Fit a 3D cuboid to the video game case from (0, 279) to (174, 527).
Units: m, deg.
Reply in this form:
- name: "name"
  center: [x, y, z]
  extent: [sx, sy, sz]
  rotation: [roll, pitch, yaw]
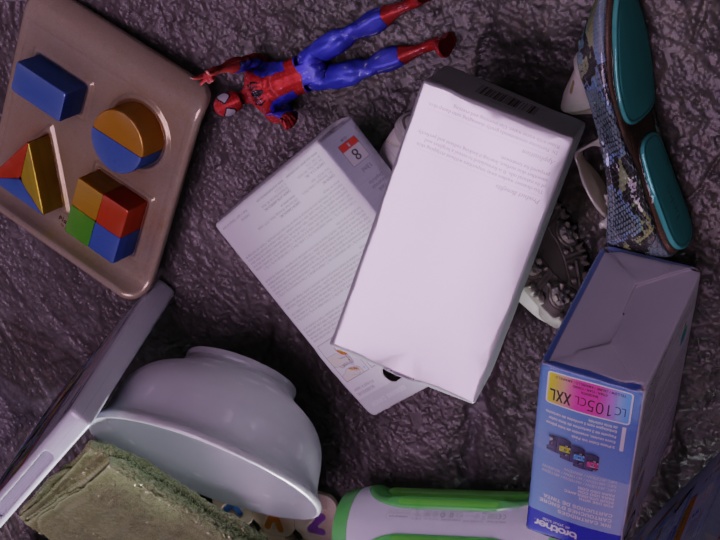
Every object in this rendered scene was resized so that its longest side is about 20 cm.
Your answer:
- name: "video game case"
  center: [-0.236, 0.116, 1.337]
  extent: [0.023, 0.200, 0.182]
  rotation: [38, 122, -9]

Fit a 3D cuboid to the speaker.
- name: "speaker"
  center: [0.082, 0.214, 1.297]
  extent: [0.199, 0.088, 0.089]
  rotation: [-2, 109, 25]

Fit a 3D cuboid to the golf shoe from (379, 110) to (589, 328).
- name: "golf shoe"
  center: [0.090, -0.032, 1.215]
  extent: [0.200, 0.078, 0.097]
  rotation: [53, 138, 4]

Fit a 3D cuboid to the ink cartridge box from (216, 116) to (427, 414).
- name: "ink cartridge box"
  center: [0.000, 0.000, 1.248]
  extent: [0.200, 0.050, 0.162]
  rotation: [49, 140, -6]

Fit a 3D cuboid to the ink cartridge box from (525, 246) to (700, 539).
- name: "ink cartridge box"
  center: [0.176, 0.105, 1.162]
  extent: [0.076, 0.137, 0.201]
  rotation: [16, 133, 20]

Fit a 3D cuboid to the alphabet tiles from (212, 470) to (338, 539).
- name: "alphabet tiles"
  center: [-0.073, 0.269, 1.430]
  extent: [0.199, 0.015, 0.196]
  rotation: [9, 113, 21]

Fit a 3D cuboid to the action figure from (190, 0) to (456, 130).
- name: "action figure"
  center: [-0.039, -0.145, 1.205]
  extent: [0.199, 0.099, 0.065]
  rotation: [-18, 101, 32]

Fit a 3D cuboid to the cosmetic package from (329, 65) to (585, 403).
- name: "cosmetic package"
  center: [0.067, -0.024, 1.122]
  extent: [0.113, 0.081, 0.201]
  rotation: [23, 108, 8]

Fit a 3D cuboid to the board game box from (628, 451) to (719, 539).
- name: "board game box"
  center: [0.210, 0.229, 1.178]
  extent: [0.041, 0.200, 0.200]
  rotation: [41, 122, 4]

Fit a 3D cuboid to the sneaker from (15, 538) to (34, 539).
- name: "sneaker"
  center: [-0.263, 0.343, 1.513]
  extent: [0.200, 0.074, 0.116]
  rotation: [35, 117, 7]

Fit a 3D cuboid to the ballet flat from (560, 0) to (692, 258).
- name: "ballet flat"
  center: [0.174, -0.100, 1.141]
  extent: [0.074, 0.074, 0.201]
  rotation: [-8, 105, 27]

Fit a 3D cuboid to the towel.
- name: "towel"
  center: [-0.176, 0.221, 1.382]
  extent: [0.200, 0.037, 0.148]
  rotation: [35, 133, -19]

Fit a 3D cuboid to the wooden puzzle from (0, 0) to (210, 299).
- name: "wooden puzzle"
  center: [-0.225, -0.099, 1.321]
  extent: [0.185, 0.046, 0.200]
  rotation: [33, 120, 19]

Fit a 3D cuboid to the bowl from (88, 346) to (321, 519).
- name: "bowl"
  center: [-0.111, 0.122, 1.321]
  extent: [0.200, 0.091, 0.201]
  rotation: [19, 160, 7]
